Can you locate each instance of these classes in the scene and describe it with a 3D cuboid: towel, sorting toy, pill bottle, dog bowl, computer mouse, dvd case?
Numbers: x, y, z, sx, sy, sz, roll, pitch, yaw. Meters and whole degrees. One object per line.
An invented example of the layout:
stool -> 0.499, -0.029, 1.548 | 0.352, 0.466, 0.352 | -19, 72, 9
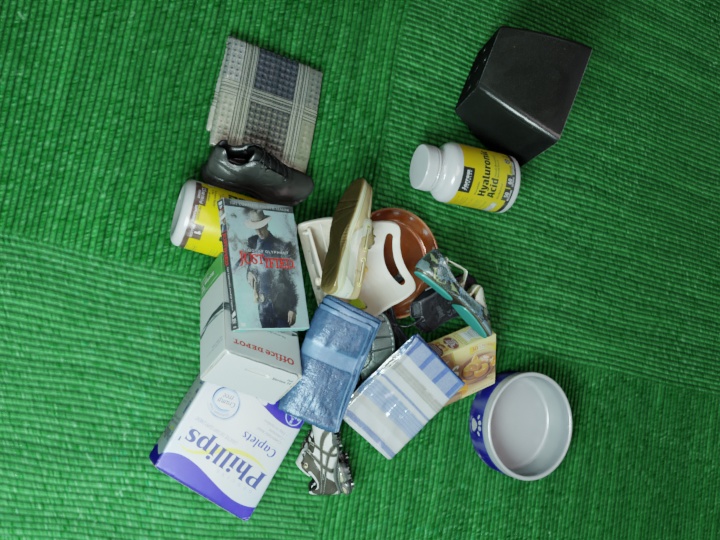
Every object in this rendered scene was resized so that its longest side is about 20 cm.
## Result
towel -> 0.072, 0.224, 1.329 | 0.200, 0.024, 0.147 | -44, 110, 4
towel -> -0.051, 0.152, 1.226 | 0.110, 0.048, 0.204 | 25, 85, -14
sorting toy -> 0.000, 0.000, 1.320 | 0.175, 0.107, 0.206 | -15, 87, -5
pill bottle -> 0.196, -0.180, 1.443 | 0.195, 0.111, 0.115 | 8, 84, -22
dog bowl -> 0.312, 0.299, 1.483 | 0.195, 0.078, 0.207 | 2, 86, -23
pill bottle -> -0.209, -0.071, 1.265 | 0.195, 0.109, 0.112 | 15, 81, -21
computer mouse -> 0.116, 0.047, 1.399 | 0.198, 0.046, 0.142 | -35, 108, -9
dvd case -> -0.151, -0.007, 1.187 | 0.144, 0.022, 0.206 | 5, 71, -46
towel -> -0.167, -0.286, 1.342 | 0.188, 0.034, 0.206 | 15, 79, -25

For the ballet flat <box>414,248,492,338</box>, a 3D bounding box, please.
ballet flat -> 0.182, 0.038, 1.359 | 0.200, 0.074, 0.075 | 43, 72, -22

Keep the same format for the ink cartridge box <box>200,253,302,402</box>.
ink cartridge box -> -0.178, 0.092, 1.214 | 0.144, 0.083, 0.203 | 24, 37, -31

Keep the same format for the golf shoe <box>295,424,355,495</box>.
golf shoe -> -0.072, 0.304, 1.304 | 0.092, 0.078, 0.205 | -13, 108, 1

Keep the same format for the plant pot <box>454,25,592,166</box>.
plant pot -> 0.296, -0.344, 1.461 | 0.174, 0.199, 0.204 | 24, 78, -8

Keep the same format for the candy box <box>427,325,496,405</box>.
candy box -> 0.160, 0.186, 1.414 | 0.196, 0.055, 0.118 | -19, 122, -22

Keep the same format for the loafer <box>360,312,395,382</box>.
loafer -> 0.028, 0.171, 1.368 | 0.070, 0.063, 0.206 | -4, 97, -3

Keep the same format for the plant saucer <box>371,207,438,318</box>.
plant saucer -> 0.058, -0.013, 1.417 | 0.195, 0.032, 0.207 | 1, 87, -24

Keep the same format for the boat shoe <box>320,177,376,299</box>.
boat shoe -> -0.011, -0.050, 1.254 | 0.065, 0.073, 0.205 | 23, 74, -30

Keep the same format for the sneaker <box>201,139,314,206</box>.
sneaker -> -0.166, -0.166, 1.290 | 0.195, 0.091, 0.077 | 7, 50, -24

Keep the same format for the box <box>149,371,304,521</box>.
box -> -0.215, 0.269, 1.246 | 0.182, 0.104, 0.203 | 35, 75, -17

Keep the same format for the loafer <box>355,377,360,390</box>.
loafer -> -0.094, 0.196, 1.321 | 0.195, 0.073, 0.074 | 16, 85, -20
